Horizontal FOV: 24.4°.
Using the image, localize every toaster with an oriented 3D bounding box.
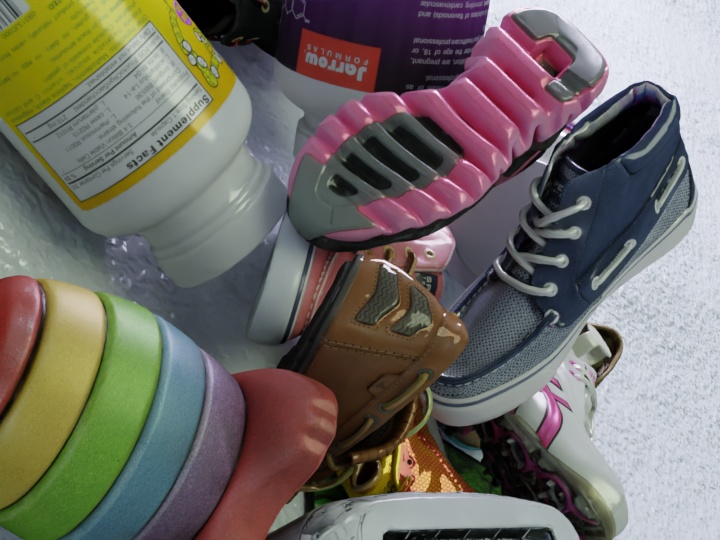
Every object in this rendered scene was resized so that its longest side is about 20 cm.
[{"bbox_3d":[0.020,0.167,0.744,0.199,0.129,0.114,7,59,-36],"label":"toaster"}]

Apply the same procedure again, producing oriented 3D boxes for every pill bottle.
[{"bbox_3d":[0.100,-0.042,1.039,0.113,0.112,0.200,60,10,-5],"label":"pill bottle"},{"bbox_3d":[-0.122,-0.089,0.789,0.200,0.104,0.104,51,32,-21],"label":"pill bottle"},{"bbox_3d":[0.015,-0.153,0.912,0.112,0.112,0.201,-25,128,-60],"label":"pill bottle"}]

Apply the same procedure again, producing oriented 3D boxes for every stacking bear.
[{"bbox_3d":[-0.130,0.051,0.667,0.200,0.114,0.122,31,85,-28],"label":"stacking bear"}]

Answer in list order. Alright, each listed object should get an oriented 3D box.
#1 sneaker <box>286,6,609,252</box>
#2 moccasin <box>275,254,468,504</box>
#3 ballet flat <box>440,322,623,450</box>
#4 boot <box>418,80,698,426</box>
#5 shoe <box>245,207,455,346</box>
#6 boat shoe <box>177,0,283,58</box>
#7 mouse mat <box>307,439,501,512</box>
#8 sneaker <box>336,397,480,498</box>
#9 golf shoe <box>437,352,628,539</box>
[{"bbox_3d":[0.040,-0.054,0.844,0.200,0.095,0.079,-30,74,-31],"label":"sneaker"},{"bbox_3d":[-0.004,0.062,0.777,0.078,0.202,0.074,29,52,-4],"label":"moccasin"},{"bbox_3d":[0.118,0.064,1.075,0.200,0.072,0.068,-8,64,-58],"label":"ballet flat"},{"bbox_3d":[0.096,-0.012,0.875,0.200,0.073,0.090,-44,142,-18],"label":"boot"},{"bbox_3d":[0.000,0.000,0.874,0.091,0.072,0.200,20,16,0],"label":"shoe"},{"bbox_3d":[-0.082,-0.160,0.954,0.201,0.073,0.063,35,71,-52],"label":"boat shoe"},{"bbox_3d":[0.035,0.154,0.944,0.200,0.008,0.161,34,41,-39],"label":"mouse mat"},{"bbox_3d":[0.029,0.128,0.890,0.200,0.073,0.077,54,34,4],"label":"sneaker"},{"bbox_3d":[0.100,0.076,0.931,0.200,0.092,0.073,49,-22,51],"label":"golf shoe"}]
